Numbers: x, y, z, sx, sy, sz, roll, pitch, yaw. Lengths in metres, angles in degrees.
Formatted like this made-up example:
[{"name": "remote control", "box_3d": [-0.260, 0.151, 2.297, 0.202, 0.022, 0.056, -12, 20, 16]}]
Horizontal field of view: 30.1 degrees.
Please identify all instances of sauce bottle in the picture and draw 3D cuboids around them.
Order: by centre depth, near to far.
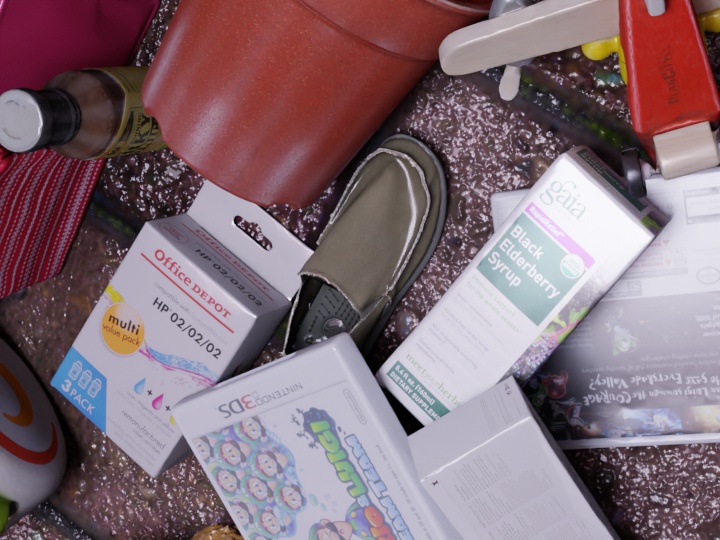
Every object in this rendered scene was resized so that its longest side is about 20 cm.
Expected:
[{"name": "sauce bottle", "box_3d": [-0.185, -0.110, 0.942, 0.064, 0.200, 0.066, 4, 102, 21]}]

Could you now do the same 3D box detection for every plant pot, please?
[{"name": "plant pot", "box_3d": [-0.039, -0.161, 0.892, 0.201, 0.200, 0.196, 44, 119, 10]}]

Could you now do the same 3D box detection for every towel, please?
[{"name": "towel", "box_3d": [-0.242, -0.038, 0.976, 0.022, 0.200, 0.146, 28, 107, 7]}]

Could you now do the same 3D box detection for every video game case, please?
[{"name": "video game case", "box_3d": [0.195, 0.027, 0.907, 0.198, 0.023, 0.184, -6, 95, 22]}, {"name": "video game case", "box_3d": [-0.025, 0.156, 0.928, 0.181, 0.024, 0.201, -24, 99, 41]}]

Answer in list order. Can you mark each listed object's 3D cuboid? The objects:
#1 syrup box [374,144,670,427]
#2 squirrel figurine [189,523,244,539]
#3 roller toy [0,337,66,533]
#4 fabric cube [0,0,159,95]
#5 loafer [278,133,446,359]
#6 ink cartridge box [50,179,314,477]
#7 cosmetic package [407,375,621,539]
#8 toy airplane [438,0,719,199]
[{"name": "syrup box", "box_3d": [0.107, 0.018, 0.884, 0.079, 0.081, 0.200, 43, 111, 9]}, {"name": "squirrel figurine", "box_3d": [-0.117, 0.295, 0.982, 0.187, 0.198, 0.142, 55, 158, 36]}, {"name": "roller toy", "box_3d": [-0.332, 0.130, 1.036, 0.139, 0.200, 0.183, -36, 90, 7]}, {"name": "fabric cube", "box_3d": [-0.305, -0.165, 0.984, 0.199, 0.199, 0.197, 34, 108, 14]}, {"name": "loafer", "box_3d": [0.000, 0.000, 0.954, 0.075, 0.070, 0.202, 27, 107, 16]}, {"name": "ink cartridge box", "box_3d": [-0.134, 0.039, 1.014, 0.115, 0.068, 0.201, 38, 109, 12]}, {"name": "cosmetic package", "box_3d": [0.115, 0.166, 0.881, 0.082, 0.051, 0.201, -31, 121, 6]}, {"name": "toy airplane", "box_3d": [0.171, -0.158, 0.791, 0.198, 0.142, 0.200, 19, 134, -19]}]
